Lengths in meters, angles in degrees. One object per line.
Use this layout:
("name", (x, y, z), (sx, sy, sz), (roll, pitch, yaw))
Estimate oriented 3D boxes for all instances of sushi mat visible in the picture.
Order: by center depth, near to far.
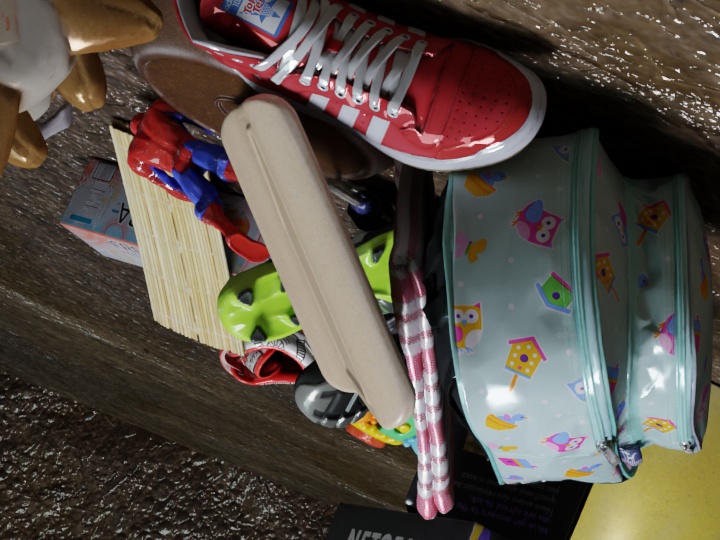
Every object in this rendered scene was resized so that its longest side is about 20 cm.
("sushi mat", (-0.138, -0.022, 1.550), (0.095, 0.012, 0.201), (20, 138, 29))

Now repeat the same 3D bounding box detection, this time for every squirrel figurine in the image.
("squirrel figurine", (-0.237, -0.155, 1.209), (0.200, 0.142, 0.187), (42, 174, -13))

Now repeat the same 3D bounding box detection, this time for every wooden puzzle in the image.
("wooden puzzle", (-0.022, -0.011, 1.130), (0.200, 0.037, 0.186), (-171, 57, -80))

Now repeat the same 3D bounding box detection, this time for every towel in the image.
("towel", (0.032, 0.024, 1.177), (0.030, 0.147, 0.201), (-4, 127, 5))

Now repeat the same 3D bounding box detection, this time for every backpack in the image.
("backpack", (0.111, 0.018, 1.087), (0.152, 0.177, 0.200), (-5, 161, 19))

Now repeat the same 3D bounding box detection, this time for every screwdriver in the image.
("screwdriver", (-0.003, -0.048, 1.317), (0.028, 0.029, 0.200), (54, -178, 12))

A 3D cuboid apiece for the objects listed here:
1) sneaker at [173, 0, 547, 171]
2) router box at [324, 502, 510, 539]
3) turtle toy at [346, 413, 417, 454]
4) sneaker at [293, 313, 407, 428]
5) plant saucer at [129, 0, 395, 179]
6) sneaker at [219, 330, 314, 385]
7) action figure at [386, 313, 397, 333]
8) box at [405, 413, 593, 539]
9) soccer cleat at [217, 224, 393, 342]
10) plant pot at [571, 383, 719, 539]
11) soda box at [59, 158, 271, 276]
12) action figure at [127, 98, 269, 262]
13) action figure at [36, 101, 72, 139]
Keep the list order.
("sneaker", (-0.009, -0.112, 1.021), (0.199, 0.072, 0.112), (18, 170, 34))
("router box", (0.080, 0.204, 1.273), (0.157, 0.053, 0.200), (28, 167, -20))
("turtle toy", (0.017, 0.094, 1.741), (0.145, 0.102, 0.200), (28, -179, -26))
("sneaker", (0.004, 0.054, 1.508), (0.079, 0.076, 0.200), (41, -145, 17))
("plant saucer", (-0.058, -0.105, 1.236), (0.199, 0.035, 0.200), (22, 167, 5))
("sneaker", (-0.106, 0.026, 1.667), (0.200, 0.108, 0.067), (17, 146, 19))
("action figure", (0.117, 0.064, 1.438), (0.199, 0.119, 0.102), (33, 158, 2))
("box", (0.114, 0.087, 1.316), (0.105, 0.201, 0.122), (22, 168, 9))
("soccer cleat", (0.000, 0.000, 1.370), (0.199, 0.068, 0.081), (-12, -163, -2))
("plant pot", (0.216, 0.162, 1.581), (0.199, 0.143, 0.200), (23, 167, 6))
("soda box", (-0.143, -0.031, 1.631), (0.199, 0.064, 0.068), (16, 165, 36))
("action figure", (-0.090, -0.060, 1.365), (0.099, 0.066, 0.200), (23, -171, -39))
("action figure", (-0.312, -0.150, 1.373), (0.192, 0.105, 0.200), (10, 164, 19))
